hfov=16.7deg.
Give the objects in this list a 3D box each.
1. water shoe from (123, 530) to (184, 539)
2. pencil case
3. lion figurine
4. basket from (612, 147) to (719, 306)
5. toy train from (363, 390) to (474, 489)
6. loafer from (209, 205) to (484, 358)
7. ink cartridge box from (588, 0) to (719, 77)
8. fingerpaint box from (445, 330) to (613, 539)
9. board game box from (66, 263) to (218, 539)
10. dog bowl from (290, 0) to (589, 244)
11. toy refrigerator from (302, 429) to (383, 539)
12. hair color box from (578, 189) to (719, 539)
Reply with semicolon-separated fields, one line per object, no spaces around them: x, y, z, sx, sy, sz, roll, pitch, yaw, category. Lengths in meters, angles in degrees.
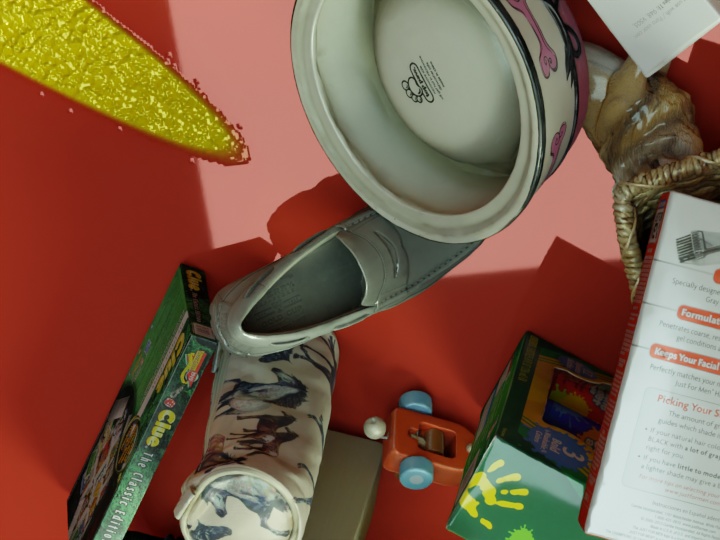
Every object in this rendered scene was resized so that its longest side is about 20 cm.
-0.076;0.207;1.672;0.200;0.072;0.079;25;105;-9;water shoe
-0.066;0.102;1.560;0.089;0.200;0.078;19;124;-6;pencil case
0.133;-0.121;1.531;0.200;0.072;0.123;29;121;15;lion figurine
0.263;0.007;1.464;0.200;0.149;0.143;-14;68;7;basket
0.068;0.179;1.595;0.150;0.200;0.056;13;136;-19;toy train
0.000;0.000;1.551;0.200;0.070;0.070;-29;98;-13;loafer
0.176;-0.193;1.448;0.067;0.117;0.200;-37;92;37;ink cartridge box
0.153;0.132;1.532;0.167;0.200;0.073;28;110;1;fingerpaint box
-0.147;0.103;1.627;0.023;0.105;0.200;21;112;-16;board game box
0.054;-0.122;1.493;0.200;0.074;0.200;26;131;33;dog bowl
-0.043;0.186;1.581;0.076;0.200;0.070;13;122;5;toy refrigerator
0.202;0.064;1.398;0.111;0.064;0.200;15;92;1;hair color box
